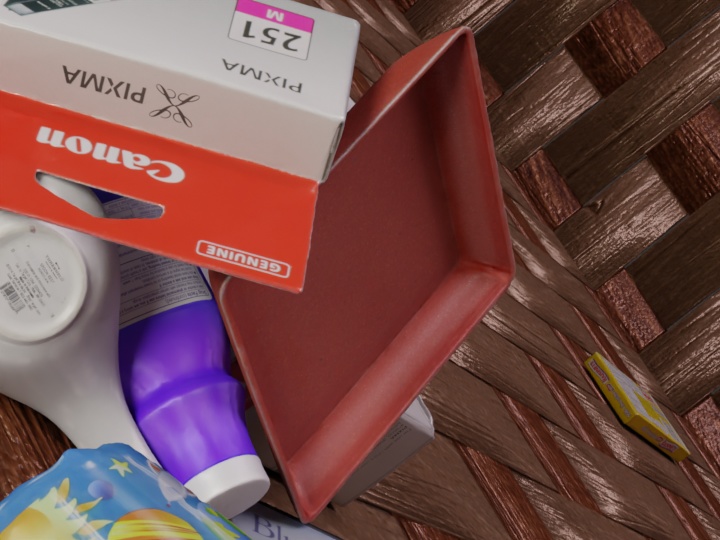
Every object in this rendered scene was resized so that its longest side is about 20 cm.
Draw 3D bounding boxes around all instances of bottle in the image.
[{"bbox_3d":[-0.109,0.033,0.981,0.201,0.083,0.065,60,-24,21],"label":"bottle"}]

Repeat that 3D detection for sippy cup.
[{"bbox_3d":[-0.079,0.137,0.701,0.130,0.139,0.178,44,-30,16],"label":"sippy cup"}]

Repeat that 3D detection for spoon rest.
[{"bbox_3d":[-0.134,0.041,0.888,0.201,0.099,0.061,63,-16,-16],"label":"spoon rest"}]

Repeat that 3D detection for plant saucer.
[{"bbox_3d":[0.000,0.000,1.008,0.037,0.200,0.200,26,-30,31],"label":"plant saucer"}]

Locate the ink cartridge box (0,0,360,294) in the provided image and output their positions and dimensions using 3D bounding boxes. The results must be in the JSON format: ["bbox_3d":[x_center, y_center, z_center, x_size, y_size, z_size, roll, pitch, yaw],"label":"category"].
[{"bbox_3d":[-0.105,-0.082,0.888,0.199,0.044,0.174,16,36,-6],"label":"ink cartridge box"}]

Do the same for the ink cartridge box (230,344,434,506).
[{"bbox_3d":[-0.057,0.040,1.160,0.200,0.085,0.146,33,21,-52],"label":"ink cartridge box"}]

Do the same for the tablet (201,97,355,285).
[{"bbox_3d":[-0.076,-0.038,1.079,0.130,0.199,0.014,52,-22,32],"label":"tablet"}]

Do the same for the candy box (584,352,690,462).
[{"bbox_3d":[0.351,0.175,2.462,0.200,0.026,0.102,35,18,-55],"label":"candy box"}]

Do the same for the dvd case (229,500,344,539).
[{"bbox_3d":[-0.006,0.187,0.956,0.142,0.018,0.200,26,17,-12],"label":"dvd case"}]
